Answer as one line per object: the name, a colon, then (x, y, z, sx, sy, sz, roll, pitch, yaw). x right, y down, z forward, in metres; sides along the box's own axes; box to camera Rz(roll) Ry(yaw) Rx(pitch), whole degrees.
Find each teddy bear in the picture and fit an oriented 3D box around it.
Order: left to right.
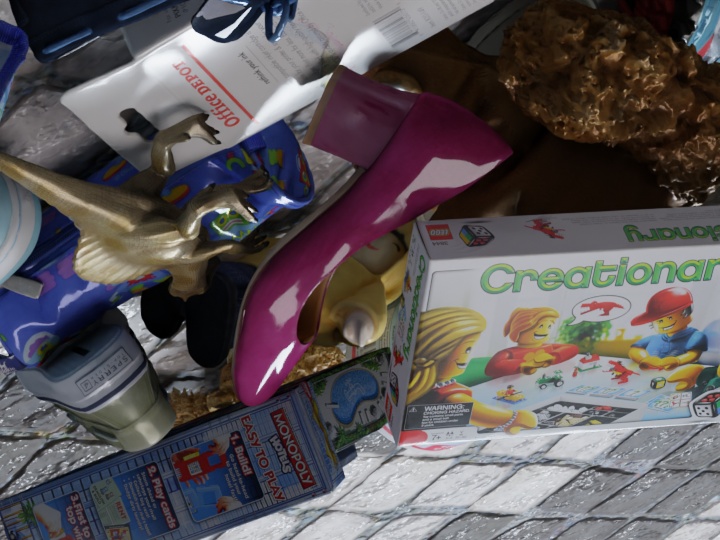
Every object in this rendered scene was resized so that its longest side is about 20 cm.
teddy bear: (-0.061, 0.087, 1.512, 0.144, 0.067, 0.200, -10, 157, 14)

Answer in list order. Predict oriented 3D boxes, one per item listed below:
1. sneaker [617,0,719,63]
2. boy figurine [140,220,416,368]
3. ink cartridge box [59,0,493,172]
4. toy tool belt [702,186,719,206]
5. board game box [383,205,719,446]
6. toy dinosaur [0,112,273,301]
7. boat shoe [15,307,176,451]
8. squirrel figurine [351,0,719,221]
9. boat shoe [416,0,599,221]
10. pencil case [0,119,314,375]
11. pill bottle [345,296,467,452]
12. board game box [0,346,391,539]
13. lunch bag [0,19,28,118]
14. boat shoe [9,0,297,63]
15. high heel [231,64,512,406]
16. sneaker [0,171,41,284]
sneaker: (0.185, -0.111, 1.306, 0.095, 0.080, 0.200, -5, 149, -26)
boy figurine: (-0.030, 0.010, 1.335, 0.199, 0.124, 0.065, -13, 124, -45)
ink cartridge box: (-0.048, -0.132, 1.098, 0.199, 0.068, 0.116, -28, 153, 8)
toy tool belt: (0.176, -0.015, 1.434, 0.123, 0.125, 0.200, -48, -169, -33)
board game box: (0.117, 0.027, 1.149, 0.199, 0.035, 0.127, -4, 131, -13)
toy dinosaur: (-0.104, -0.026, 1.104, 0.101, 0.058, 0.200, -32, 147, 17)
boat shoe: (-0.150, 0.065, 1.288, 0.072, 0.062, 0.200, -34, -169, -7)
squirrel figurine: (0.088, -0.082, 1.182, 0.186, 0.142, 0.200, 39, 131, -16)
boat shoe: (0.086, -0.099, 1.302, 0.063, 0.072, 0.200, -60, 177, -46)
pencil case: (-0.124, -0.024, 1.224, 0.199, 0.078, 0.087, -31, 169, 12)
pill bottle: (0.084, 0.042, 1.383, 0.108, 0.109, 0.200, -5, 169, -32)
board game box: (-0.066, 0.107, 1.283, 0.199, 0.062, 0.200, -21, 180, 39)
lunch bag: (-0.269, -0.060, 0.990, 0.199, 0.128, 0.170, 21, 135, -14)
boat shoe: (-0.061, -0.133, 1.005, 0.199, 0.069, 0.084, -7, -171, 26)
high heel: (0.000, 0.000, 1.136, 0.067, 0.096, 0.201, -57, 170, -57)
sneaker: (-0.272, 0.004, 1.164, 0.200, 0.080, 0.130, -43, 151, 17)
